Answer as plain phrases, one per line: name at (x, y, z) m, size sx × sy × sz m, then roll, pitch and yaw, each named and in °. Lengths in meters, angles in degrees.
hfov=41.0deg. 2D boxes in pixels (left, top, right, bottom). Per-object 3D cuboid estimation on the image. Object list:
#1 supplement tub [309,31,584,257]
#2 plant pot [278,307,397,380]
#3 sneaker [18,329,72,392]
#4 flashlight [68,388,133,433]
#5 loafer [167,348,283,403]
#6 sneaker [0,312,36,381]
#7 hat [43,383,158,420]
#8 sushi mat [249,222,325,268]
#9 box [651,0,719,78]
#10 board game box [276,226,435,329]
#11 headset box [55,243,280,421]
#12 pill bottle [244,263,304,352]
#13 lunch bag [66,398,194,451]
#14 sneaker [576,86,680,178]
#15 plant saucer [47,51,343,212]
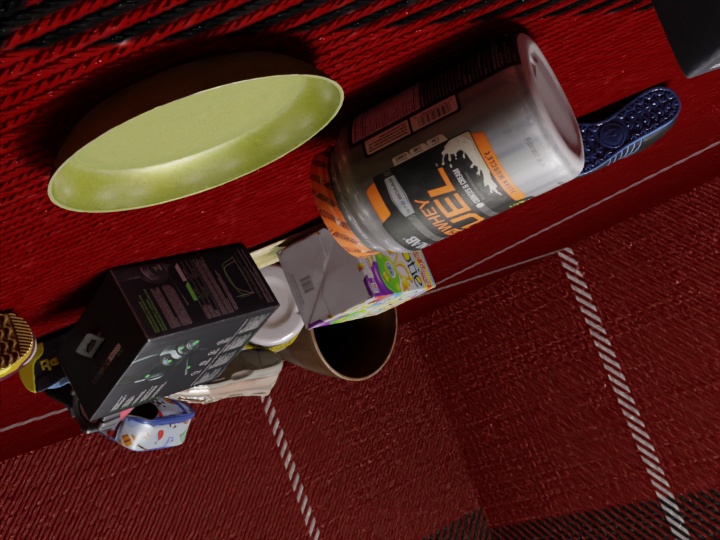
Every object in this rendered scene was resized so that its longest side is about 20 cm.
supplement tub at (0.066, -0.092, 0.767) m, size 0.199 × 0.123 × 0.122 m, roll -25°, pitch 172°, yaw 25°
plant pot at (-0.076, 0.083, 1.557) m, size 0.199 × 0.188 × 0.186 m, roll -6°, pitch -174°, yaw 46°
sneaker at (-0.336, 0.099, 1.233) m, size 0.199 × 0.075 × 0.082 m, roll -15°, pitch 175°, yaw 13°
flashlight at (-0.281, 0.154, 1.246) m, size 0.067 × 0.069 × 0.200 m, roll 13°, pitch -167°, yaw 28°
loafer at (-0.189, 0.148, 1.241) m, size 0.199 × 0.063 × 0.072 m, roll -5°, pitch -151°, yaw -38°
sneaker at (-0.433, 0.110, 0.993) m, size 0.199 × 0.075 × 0.090 m, roll -18°, pitch 167°, yaw -19°
hat at (-0.364, 0.141, 1.350) m, size 0.199 × 0.082 × 0.201 m, roll 18°, pitch -178°, yaw -1°
sushi mat at (-0.097, -0.027, 1.211) m, size 0.199 × 0.012 × 0.096 m, roll -22°, pitch 173°, yaw 1°
box at (0.277, -0.214, 0.506) m, size 0.199 × 0.118 × 0.197 m, roll -19°, pitch 173°, yaw -12°
board game box at (0.000, 0.000, 1.229) m, size 0.103 × 0.106 × 0.200 m, roll -26°, pitch 172°, yaw 24°
headset box at (-0.222, 0.069, 1.085) m, size 0.199 × 0.093 × 0.174 m, roll -15°, pitch 156°, yaw -46°
pill bottle at (-0.133, 0.060, 1.365) m, size 0.111 × 0.112 × 0.200 m, roll -20°, pitch 173°, yaw -10°
lunch bag at (-0.380, 0.218, 1.586) m, size 0.160 × 0.199 × 0.076 m, roll 2°, pitch 114°, yaw -58°
sneaker at (0.299, -0.157, 1.190) m, size 0.199 × 0.071 × 0.078 m, roll -23°, pitch 166°, yaw 6°
plant saucer at (-0.108, -0.091, 0.625) m, size 0.199 × 0.031 × 0.200 m, roll -21°, pitch 173°, yaw -3°
